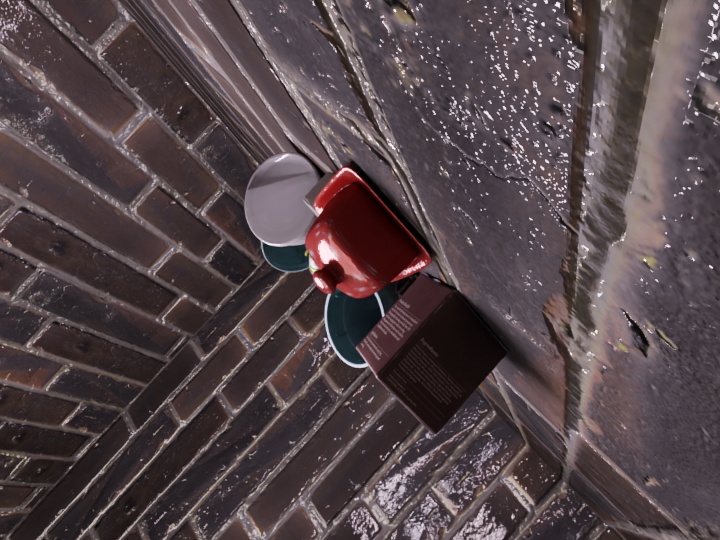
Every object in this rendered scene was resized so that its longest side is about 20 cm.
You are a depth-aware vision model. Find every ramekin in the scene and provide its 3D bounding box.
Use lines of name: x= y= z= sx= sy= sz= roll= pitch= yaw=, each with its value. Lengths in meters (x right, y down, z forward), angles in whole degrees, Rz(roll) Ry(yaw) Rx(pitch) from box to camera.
ramekin: x=-0.155 y=-0.151 z=1.177 sx=0.202 sy=0.204 sz=0.094 roll=44 pitch=-169 yaw=22

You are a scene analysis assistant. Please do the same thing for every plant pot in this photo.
plant pot: x=-0.190 y=-0.119 z=1.441 sx=0.201 sy=0.199 sz=0.135 roll=47 pitch=-174 yaw=-42
plant pot: x=0.050 y=0.104 z=1.217 sx=0.193 sy=0.204 sz=0.200 roll=-5 pitch=-142 yaw=-45

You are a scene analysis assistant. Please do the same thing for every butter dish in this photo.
butter dish: x=-0.018 y=-0.027 z=0.828 sx=0.199 sy=0.149 sz=0.199 roll=45 pitch=156 yaw=-8

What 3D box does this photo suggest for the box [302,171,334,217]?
box: x=-0.015 y=-0.087 z=1.024 sx=0.200 sy=0.078 sz=0.095 roll=48 pitch=176 yaw=-39

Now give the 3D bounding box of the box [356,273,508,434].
box: x=0.124 y=0.146 z=0.963 sx=0.164 sy=0.200 sz=0.166 roll=45 pitch=178 yaw=-16

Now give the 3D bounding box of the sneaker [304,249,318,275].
sneaker: x=-0.024 y=-0.041 z=1.133 sx=0.072 sy=0.195 sz=0.085 roll=42 pitch=140 yaw=52

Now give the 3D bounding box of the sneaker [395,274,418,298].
sneaker: x=0.158 y=0.090 z=1.130 sx=0.202 sy=0.075 sz=0.081 roll=52 pitch=-171 yaw=14
